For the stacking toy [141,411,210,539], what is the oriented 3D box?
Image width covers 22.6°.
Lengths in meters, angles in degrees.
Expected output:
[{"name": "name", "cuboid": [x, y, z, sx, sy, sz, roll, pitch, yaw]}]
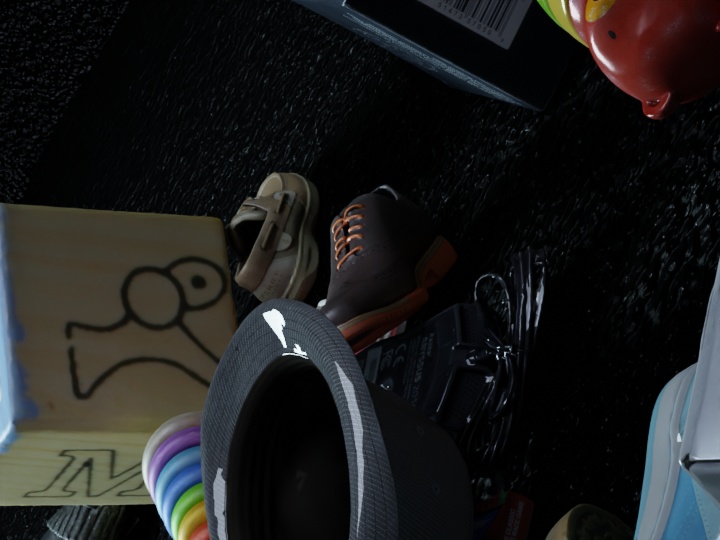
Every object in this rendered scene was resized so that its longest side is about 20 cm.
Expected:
[{"name": "stacking toy", "cuboid": [-0.104, 0.179, 1.265, 0.086, 0.085, 0.200, -61, 21, 15]}]

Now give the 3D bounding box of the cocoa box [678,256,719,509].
[{"name": "cocoa box", "cuboid": [0.183, -0.009, 0.471, 0.132, 0.131, 0.202, -5, 57, 36]}]

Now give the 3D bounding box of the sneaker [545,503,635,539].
[{"name": "sneaker", "cuboid": [0.085, 0.181, 0.683, 0.090, 0.067, 0.201, -52, 23, 22]}]

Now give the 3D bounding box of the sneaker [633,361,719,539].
[{"name": "sneaker", "cuboid": [0.150, 0.085, 0.606, 0.131, 0.079, 0.201, -50, 23, 45]}]

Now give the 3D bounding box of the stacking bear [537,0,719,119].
[{"name": "stacking bear", "cuboid": [0.139, -0.160, 0.935, 0.122, 0.113, 0.201, -48, 33, 24]}]

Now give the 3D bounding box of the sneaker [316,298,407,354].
[{"name": "sneaker", "cuboid": [-0.031, 0.061, 1.183, 0.074, 0.086, 0.202, -22, 46, 65]}]

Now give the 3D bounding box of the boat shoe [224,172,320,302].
[{"name": "boat shoe", "cuboid": [-0.075, -0.036, 1.493, 0.072, 0.064, 0.200, -59, 18, 19]}]

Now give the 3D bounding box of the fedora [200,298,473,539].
[{"name": "fedora", "cuboid": [-0.005, 0.116, 0.918, 0.178, 0.089, 0.201, -62, 36, 33]}]

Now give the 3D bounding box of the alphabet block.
[{"name": "alphabet block", "cuboid": [-0.224, 0.074, 1.470, 0.196, 0.198, 0.197, -41, 51, 53]}]

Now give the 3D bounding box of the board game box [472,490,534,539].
[{"name": "board game box", "cuboid": [0.025, 0.187, 0.952, 0.200, 0.019, 0.104, -37, 33, 58]}]

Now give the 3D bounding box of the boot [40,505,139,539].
[{"name": "boot", "cuboid": [-0.263, 0.238, 1.659, 0.210, 0.079, 0.159, -21, 53, 53]}]

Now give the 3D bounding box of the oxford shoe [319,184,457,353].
[{"name": "oxford shoe", "cuboid": [0.000, 0.000, 1.073, 0.071, 0.073, 0.200, -32, 5, 18]}]

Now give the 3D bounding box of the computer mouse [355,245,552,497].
[{"name": "computer mouse", "cuboid": [0.043, 0.078, 1.008, 0.199, 0.052, 0.140, -26, 43, 49]}]

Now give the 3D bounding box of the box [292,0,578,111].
[{"name": "box", "cuboid": [0.051, -0.190, 1.174, 0.108, 0.147, 0.200, -64, 17, 3]}]
